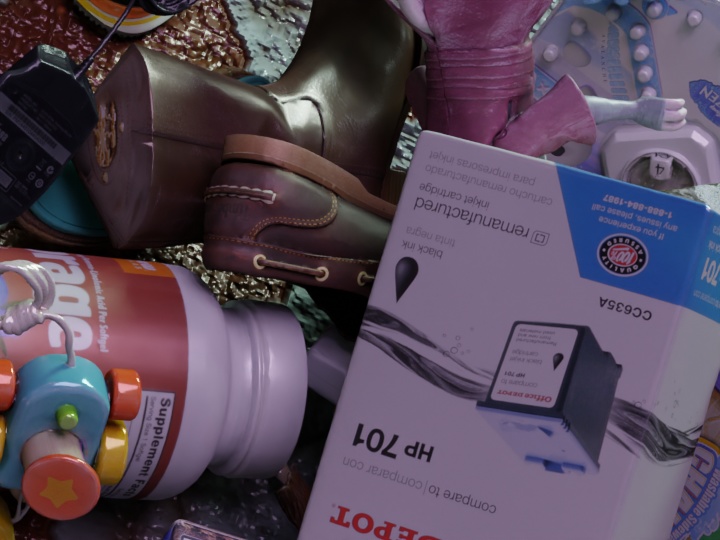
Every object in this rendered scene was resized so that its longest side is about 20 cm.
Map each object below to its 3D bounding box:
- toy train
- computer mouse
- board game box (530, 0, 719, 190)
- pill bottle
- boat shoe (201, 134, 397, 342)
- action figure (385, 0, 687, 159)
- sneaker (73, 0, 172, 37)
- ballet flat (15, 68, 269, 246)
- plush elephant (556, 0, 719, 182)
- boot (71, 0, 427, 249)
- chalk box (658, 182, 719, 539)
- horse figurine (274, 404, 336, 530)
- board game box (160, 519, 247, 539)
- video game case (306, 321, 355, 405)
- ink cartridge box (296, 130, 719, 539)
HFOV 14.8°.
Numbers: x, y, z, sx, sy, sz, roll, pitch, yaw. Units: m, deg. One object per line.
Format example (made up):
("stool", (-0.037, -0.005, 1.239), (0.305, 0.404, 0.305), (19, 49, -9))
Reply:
("toy train", (-0.189, 0.088, 1.181), (0.150, 0.200, 0.056), (47, 16, -39))
("computer mouse", (-0.127, -0.102, 1.258), (0.200, 0.034, 0.059), (-51, 129, -10))
("board game box", (0.155, -0.043, 1.433), (0.200, 0.200, 0.026), (38, 32, 0))
("pill bottle", (-0.131, 0.048, 1.281), (0.200, 0.112, 0.112), (6, 56, -24))
("boat shoe", (0.000, 0.000, 1.324), (0.200, 0.070, 0.070), (23, 71, -39))
("action figure", (0.059, -0.101, 1.324), (0.149, 0.134, 0.200), (-16, 102, -45))
("sneaker", (-0.077, -0.207, 1.497), (0.070, 0.090, 0.200), (39, 50, 2))
("ballet flat", (-0.122, -0.054, 1.370), (0.200, 0.072, 0.068), (-30, 105, -49))
("plush elephant", (0.180, -0.092, 1.508), (0.165, 0.155, 0.200), (49, 50, 10))
("boot", (-0.057, -0.096, 1.343), (0.200, 0.064, 0.186), (7, 79, -46))
("chalk box", (0.185, 0.070, 1.324), (0.200, 0.124, 0.124), (48, 31, 23))
("horse figurine", (0.039, 0.112, 1.366), (0.200, 0.050, 0.133), (-20, 67, -42))
("board game box", (-0.017, 0.225, 1.227), (0.200, 0.097, 0.159), (19, 52, -15))
("video game case", (0.083, 0.063, 1.390), (0.200, 0.024, 0.182), (32, 29, 4))
("ink cartridge box", (0.075, 0.055, 1.245), (0.146, 0.086, 0.200), (16, 86, 23))
